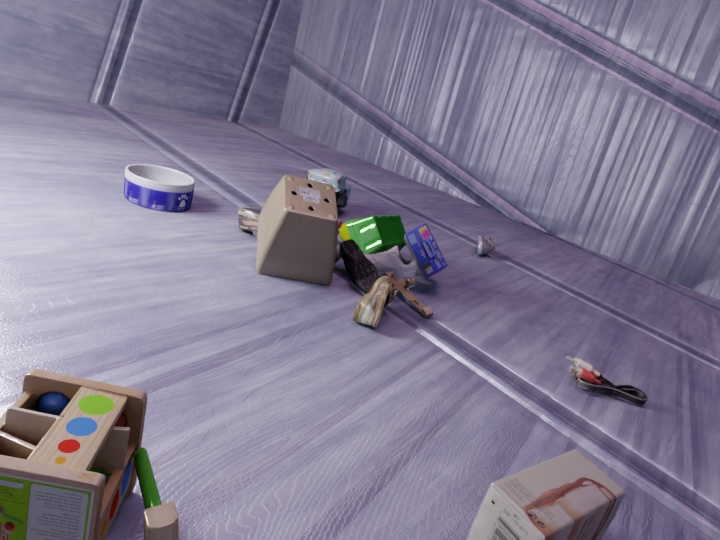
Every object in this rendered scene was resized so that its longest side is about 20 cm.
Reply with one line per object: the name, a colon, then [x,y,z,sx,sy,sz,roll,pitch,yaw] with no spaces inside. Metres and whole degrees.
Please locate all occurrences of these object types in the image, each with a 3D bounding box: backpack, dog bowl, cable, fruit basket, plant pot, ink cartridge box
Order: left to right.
dog bowl: [-0.590,-0.244,1.577,0.193,0.081,0.201,15,19,-5]
plant pot: [-0.145,-0.113,1.332,0.193,0.180,0.205,10,45,-18]
backpack: [-0.124,-0.310,2.069,0.170,0.159,0.199,16,11,18]
fruit basket: [0.021,-0.098,1.668,0.209,0.161,0.216,-19,-7,-3]
ink cartridge box: [0.185,-0.054,1.542,0.075,0.140,0.200,-28,-2,5]
cable: [0.561,0.254,1.216,0.194,0.052,0.097,19,19,11]

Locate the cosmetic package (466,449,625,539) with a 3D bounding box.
cosmetic package: [0.237,0.314,0.682,0.195,0.107,0.087,-1,26,-39]

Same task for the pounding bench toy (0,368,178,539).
pounding bench toy: [-0.258,0.202,0.526,0.193,0.128,0.157,14,18,-9]

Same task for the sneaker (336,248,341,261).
sneaker: [-0.132,-0.078,1.514,0.078,0.080,0.199,-11,45,-45]

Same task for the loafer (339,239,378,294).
loafer: [0.000,0.000,1.420,0.066,0.072,0.203,-21,46,-11]

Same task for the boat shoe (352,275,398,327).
boat shoe: [0.043,0.076,1.252,0.061,0.075,0.200,26,31,12]

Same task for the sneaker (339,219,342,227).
sneaker: [-0.142,-0.196,1.843,0.196,0.077,0.080,29,22,30]

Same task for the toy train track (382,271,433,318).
toy train track: [0.122,0.052,1.399,0.112,0.033,0.200,-15,39,-29]

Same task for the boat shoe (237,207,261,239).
boat shoe: [-0.269,-0.121,1.524,0.195,0.076,0.074,22,15,30]

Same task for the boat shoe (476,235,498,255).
boat shoe: [0.509,-0.101,2.139,0.083,0.078,0.202,3,8,15]

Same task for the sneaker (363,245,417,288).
sneaker: [0.072,-0.028,1.510,0.193,0.103,0.078,17,19,1]
